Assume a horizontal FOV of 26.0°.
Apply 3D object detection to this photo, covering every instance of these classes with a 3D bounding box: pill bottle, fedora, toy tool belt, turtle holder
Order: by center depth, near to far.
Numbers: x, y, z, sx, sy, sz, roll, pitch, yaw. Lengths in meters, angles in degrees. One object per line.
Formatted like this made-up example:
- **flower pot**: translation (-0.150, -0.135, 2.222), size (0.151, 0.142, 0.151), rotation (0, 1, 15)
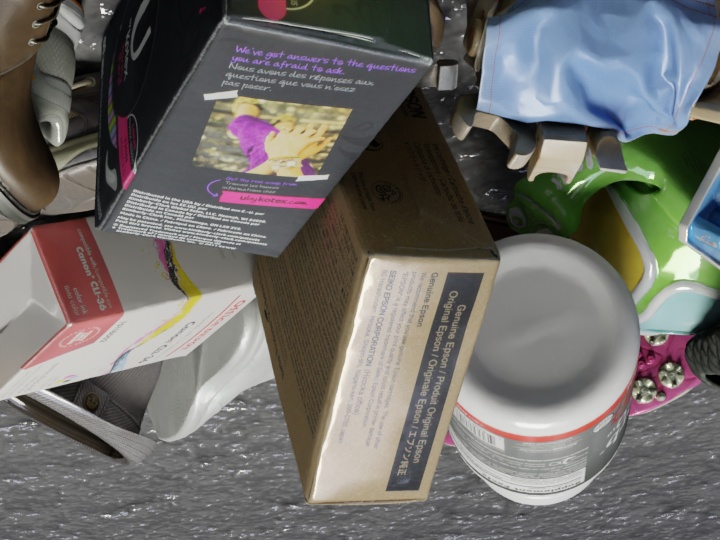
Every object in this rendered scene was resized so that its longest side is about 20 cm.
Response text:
- **toy tool belt**: translation (0.099, -0.107, 0.787), size (0.197, 0.124, 0.126), rotation (-3, 128, -7)
- **pill bottle**: translation (0.105, 0.068, 0.928), size (0.114, 0.117, 0.200), rotation (-7, 157, 4)
- **turtle holder**: translation (0.186, -0.023, 0.937), size (0.132, 0.141, 0.185), rotation (-48, 164, 33)
- **fedora**: translation (-0.213, 0.054, 1.070), size (0.199, 0.091, 0.176), rotation (34, 164, -25)

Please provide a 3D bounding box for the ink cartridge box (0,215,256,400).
- **ink cartridge box**: translation (-0.139, 0.013, 0.983), size (0.199, 0.068, 0.116), rotation (-14, 163, -44)

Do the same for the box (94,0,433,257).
- **box**: translation (-0.055, -0.108, 0.769), size (0.105, 0.124, 0.200), rotation (9, 150, -23)

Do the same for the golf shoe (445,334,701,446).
- **golf shoe**: translation (0.142, 0.074, 1.077), size (0.198, 0.076, 0.091), rotation (-11, 169, 15)

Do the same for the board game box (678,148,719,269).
- **board game box**: translation (0.271, -0.073, 0.856), size (0.026, 0.202, 0.199), rotation (30, -177, 40)

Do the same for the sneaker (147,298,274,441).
- **sneaker**: translation (-0.098, 0.075, 1.202), size (0.088, 0.076, 0.200), rotation (-2, 155, -35)

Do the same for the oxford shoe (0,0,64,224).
- **oxford shoe**: translation (-0.166, -0.113, 0.713), size (0.083, 0.073, 0.202), rotation (-12, 121, 1)

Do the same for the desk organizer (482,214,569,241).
- **desk organizer**: translation (0.125, 0.020, 1.115), size (0.198, 0.078, 0.072), rotation (10, 150, -29)

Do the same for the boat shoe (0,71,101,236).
- **boat shoe**: translation (-0.215, -0.063, 0.888), size (0.197, 0.074, 0.075), rotation (-12, 160, 0)

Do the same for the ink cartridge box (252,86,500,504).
- **ink cartridge box**: translation (0.000, 0.000, 0.856), size (0.074, 0.201, 0.166), rotation (1, 127, -16)

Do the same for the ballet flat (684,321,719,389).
- **ballet flat**: translation (0.227, 0.058, 0.911), size (0.066, 0.058, 0.200), rotation (-11, 170, 7)

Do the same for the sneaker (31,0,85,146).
- **sneaker**: translation (-0.237, -0.083, 0.817), size (0.198, 0.093, 0.076), rotation (-15, 153, 21)
